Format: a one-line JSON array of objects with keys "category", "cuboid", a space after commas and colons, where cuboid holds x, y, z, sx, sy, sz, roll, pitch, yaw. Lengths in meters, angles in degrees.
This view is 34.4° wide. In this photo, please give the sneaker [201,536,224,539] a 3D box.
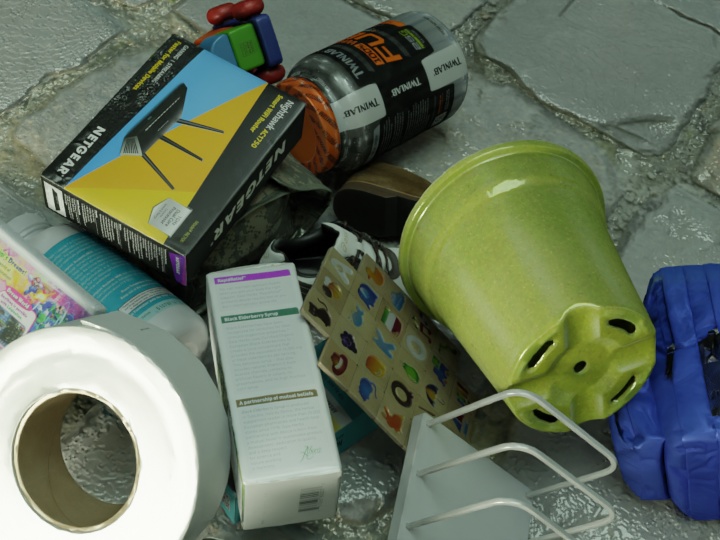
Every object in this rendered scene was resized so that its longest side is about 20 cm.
[{"category": "sneaker", "cuboid": [-0.104, 0.223, 0.842, 0.088, 0.199, 0.076, 47, 60, -23]}]

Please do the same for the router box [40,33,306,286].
[{"category": "router box", "cuboid": [-0.159, -0.102, 1.020, 0.148, 0.051, 0.201, 28, 57, 10]}]

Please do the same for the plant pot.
[{"category": "plant pot", "cuboid": [0.152, 0.025, 0.975, 0.197, 0.203, 0.185, -9, 39, -14]}]

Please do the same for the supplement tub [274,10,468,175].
[{"category": "supplement tub", "cuboid": [0.006, -0.179, 1.193, 0.199, 0.123, 0.122, -31, 62, -34]}]

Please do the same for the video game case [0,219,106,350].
[{"category": "video game case", "cuboid": [-0.330, 0.051, 0.976, 0.199, 0.024, 0.183, 36, 97, 19]}]

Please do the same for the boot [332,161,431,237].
[{"category": "boot", "cuboid": [0.077, -0.059, 1.159, 0.197, 0.074, 0.076, 21, 43, 11]}]

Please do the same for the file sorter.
[{"category": "file sorter", "cuboid": [0.111, 0.213, 0.884, 0.138, 0.124, 0.202, 37, 47, -26]}]

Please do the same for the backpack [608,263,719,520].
[{"category": "backpack", "cuboid": [0.298, 0.091, 1.012, 0.165, 0.164, 0.202, -1, 53, 11]}]

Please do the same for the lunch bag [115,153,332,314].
[{"category": "lunch bag", "cuboid": [-0.144, -0.078, 1.109, 0.164, 0.118, 0.199, 39, 56, 20]}]

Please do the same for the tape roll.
[{"category": "tape roll", "cuboid": [-0.201, 0.136, 0.884, 0.200, 0.205, 0.071, 25, 10, 12]}]

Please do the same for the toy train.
[{"category": "toy train", "cuboid": [-0.169, -0.221, 1.207, 0.115, 0.086, 0.199, -26, 18, -23]}]

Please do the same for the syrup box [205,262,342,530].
[{"category": "syrup box", "cuboid": [-0.074, 0.098, 0.945, 0.080, 0.079, 0.202, -6, 53, -11]}]

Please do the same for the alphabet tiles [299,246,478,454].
[{"category": "alphabet tiles", "cuboid": [0.029, 0.075, 1.000, 0.200, 0.006, 0.167, 46, 32, -15]}]

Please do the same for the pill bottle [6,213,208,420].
[{"category": "pill bottle", "cuboid": [-0.236, 0.033, 1.015, 0.199, 0.112, 0.111, 37, 57, 19]}]

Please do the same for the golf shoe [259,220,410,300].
[{"category": "golf shoe", "cuboid": [0.000, 0.000, 1.085, 0.197, 0.095, 0.079, -7, 53, -15]}]

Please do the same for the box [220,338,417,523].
[{"category": "box", "cuboid": [-0.051, 0.126, 1.009, 0.199, 0.049, 0.082, -30, 62, -27]}]
